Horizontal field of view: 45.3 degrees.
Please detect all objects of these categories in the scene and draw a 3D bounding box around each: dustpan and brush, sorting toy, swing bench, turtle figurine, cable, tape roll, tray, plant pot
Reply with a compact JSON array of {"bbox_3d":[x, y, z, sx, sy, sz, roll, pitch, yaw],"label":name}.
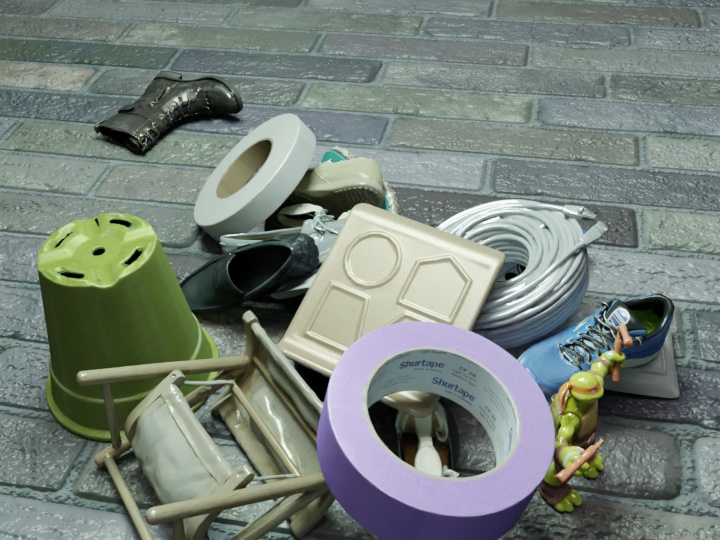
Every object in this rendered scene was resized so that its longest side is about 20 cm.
[{"bbox_3d":[0.000,0.000,1.052,0.200,0.057,0.139,-33,10,-27],"label":"dustpan and brush"},{"bbox_3d":[0.033,0.037,0.911,0.185,0.037,0.200,21,71,24],"label":"sorting toy"},{"bbox_3d":[-0.141,0.170,0.839,0.199,0.130,0.199,-19,41,-26],"label":"swing bench"},{"bbox_3d":[0.199,0.152,0.808,0.064,0.162,0.200,15,43,20],"label":"turtle figurine"},{"bbox_3d":[0.156,0.000,0.973,0.200,0.069,0.200,21,58,42],"label":"cable"},{"bbox_3d":[0.064,0.140,0.754,0.199,0.066,0.201,7,44,-7],"label":"tape roll"},{"bbox_3d":[0.256,0.079,0.963,0.199,0.022,0.108,9,51,-1],"label":"tray"},{"bbox_3d":[-0.145,-0.128,1.174,0.202,0.037,0.203,-33,33,24],"label":"tape roll"},{"bbox_3d":[-0.265,0.046,0.941,0.199,0.191,0.200,-2,39,1],"label":"plant pot"}]

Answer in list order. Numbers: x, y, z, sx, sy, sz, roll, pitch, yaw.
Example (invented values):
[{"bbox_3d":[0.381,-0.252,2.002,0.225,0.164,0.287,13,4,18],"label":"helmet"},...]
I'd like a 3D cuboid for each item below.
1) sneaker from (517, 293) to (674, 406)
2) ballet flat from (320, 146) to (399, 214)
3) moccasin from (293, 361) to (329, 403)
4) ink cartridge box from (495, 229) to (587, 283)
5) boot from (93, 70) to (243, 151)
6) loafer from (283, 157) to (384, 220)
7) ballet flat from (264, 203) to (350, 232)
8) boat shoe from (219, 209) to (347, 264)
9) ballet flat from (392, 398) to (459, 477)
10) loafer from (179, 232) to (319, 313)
[{"bbox_3d":[0.244,0.071,0.896,0.199,0.089,0.079,-23,58,-23],"label":"sneaker"},{"bbox_3d":[0.013,-0.111,1.212,0.064,0.076,0.200,10,33,-41],"label":"ballet flat"},{"bbox_3d":[-0.035,0.099,0.955,0.080,0.068,0.200,-11,37,-7],"label":"moccasin"},{"bbox_3d":[0.200,0.004,1.076,0.094,0.044,0.200,24,47,26],"label":"ink cartridge box"},{"bbox_3d":[-0.309,-0.248,1.403,0.199,0.069,0.174,13,48,24],"label":"boot"},{"bbox_3d":[-0.052,-0.110,1.176,0.199,0.076,0.068,-1,49,27],"label":"loafer"},{"bbox_3d":[-0.041,-0.046,1.131,0.199,0.069,0.068,14,42,18],"label":"ballet flat"},{"bbox_3d":[-0.083,-0.037,1.072,0.201,0.065,0.074,-15,14,25],"label":"boat shoe"},{"bbox_3d":[0.066,0.176,0.860,0.073,0.073,0.200,-1,40,2],"label":"ballet flat"},{"bbox_3d":[-0.144,0.003,1.026,0.200,0.068,0.070,-20,-8,24],"label":"loafer"}]
